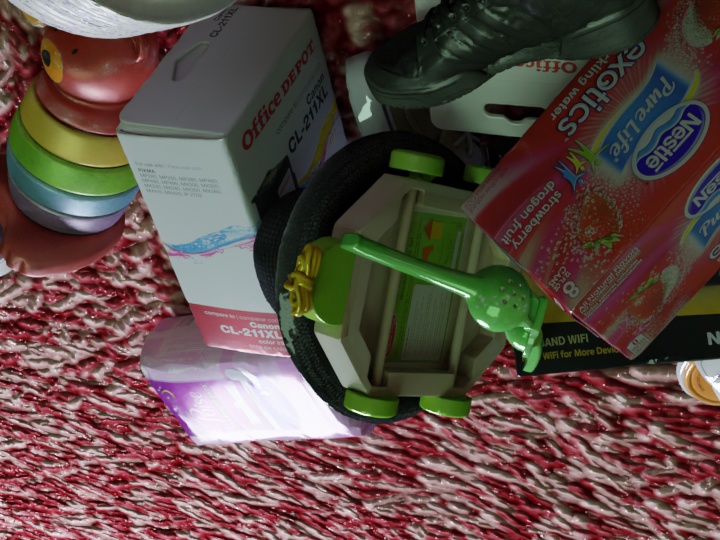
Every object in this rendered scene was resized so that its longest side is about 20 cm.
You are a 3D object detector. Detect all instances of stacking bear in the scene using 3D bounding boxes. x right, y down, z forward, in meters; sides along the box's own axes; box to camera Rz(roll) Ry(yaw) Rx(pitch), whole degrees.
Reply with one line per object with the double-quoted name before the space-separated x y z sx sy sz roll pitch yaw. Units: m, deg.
"stacking bear" -0.204 -0.110 0.873 0.122 0.113 0.200 56 137 29

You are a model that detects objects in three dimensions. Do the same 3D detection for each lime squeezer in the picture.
"lime squeezer" 0.075 0.027 0.674 0.070 0.038 0.200 -15 148 33

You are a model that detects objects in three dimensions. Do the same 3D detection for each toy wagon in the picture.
"toy wagon" 0.025 0.008 0.701 0.040 0.156 0.200 15 -174 44

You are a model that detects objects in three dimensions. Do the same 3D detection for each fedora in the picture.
"fedora" 0.000 0.000 0.770 0.091 0.201 0.201 16 144 43

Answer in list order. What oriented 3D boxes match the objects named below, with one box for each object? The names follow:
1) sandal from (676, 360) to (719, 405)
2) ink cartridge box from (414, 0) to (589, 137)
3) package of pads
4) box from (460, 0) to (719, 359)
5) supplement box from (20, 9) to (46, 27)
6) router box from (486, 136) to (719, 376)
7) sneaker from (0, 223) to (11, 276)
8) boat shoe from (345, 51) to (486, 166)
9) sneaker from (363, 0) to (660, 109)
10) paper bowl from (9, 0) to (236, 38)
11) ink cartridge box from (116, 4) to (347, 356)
"sandal" 0.298 0.064 0.827 0.079 0.059 0.207 19 146 -19
"ink cartridge box" 0.093 -0.174 0.681 0.116 0.068 0.200 8 136 18
"package of pads" -0.088 0.092 1.056 0.199 0.076 0.121 -7 128 32
"box" 0.166 -0.065 0.644 0.100 0.200 0.095 47 -170 37
"supplement box" -0.228 -0.258 0.756 0.066 0.069 0.200 -6 130 32
"router box" 0.186 -0.021 0.745 0.200 0.052 0.158 -10 87 34
"sneaker" -0.410 -0.065 1.035 0.202 0.077 0.146 5 148 8
"boat shoe" 0.055 -0.077 0.819 0.062 0.072 0.200 -20 133 19
"sneaker" 0.076 -0.153 0.610 0.199 0.060 0.104 -11 137 26
"paper bowl" -0.116 -0.227 0.616 0.104 0.201 0.201 0 135 44
"ink cartridge box" -0.073 -0.061 0.825 0.083 0.146 0.200 7 137 23
